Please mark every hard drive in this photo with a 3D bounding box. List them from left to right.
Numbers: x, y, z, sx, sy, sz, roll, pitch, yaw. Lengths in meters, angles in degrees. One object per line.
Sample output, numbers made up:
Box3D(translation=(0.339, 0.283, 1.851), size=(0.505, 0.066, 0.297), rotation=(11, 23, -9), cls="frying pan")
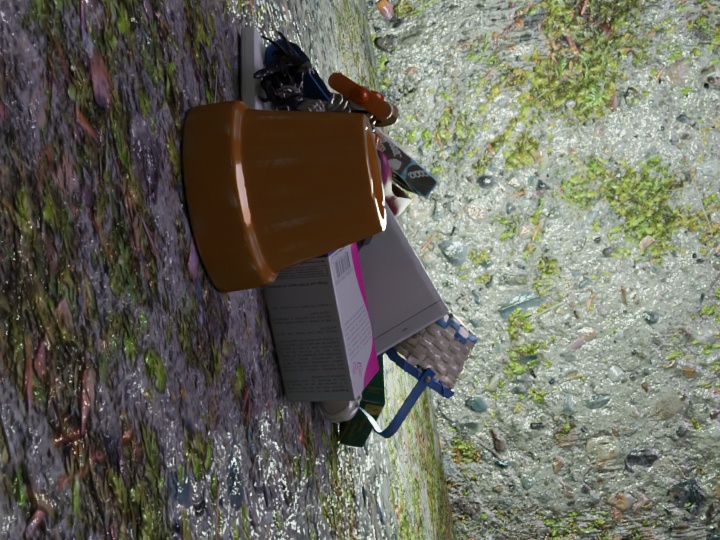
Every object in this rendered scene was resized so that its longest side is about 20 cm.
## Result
Box3D(translation=(-0.130, -0.202, 1.576), size=(0.132, 0.026, 0.201), rotation=(71, 13, -55), cls="hard drive")
Box3D(translation=(0.018, 0.005, 1.667), size=(0.201, 0.131, 0.027), rotation=(60, 0, 11), cls="hard drive")

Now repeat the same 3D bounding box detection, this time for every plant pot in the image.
Box3D(translation=(-0.072, -0.089, 1.270), size=(0.200, 0.182, 0.202), rotation=(-8, 90, -83), cls="plant pot")

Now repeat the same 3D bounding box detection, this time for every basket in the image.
Box3D(translation=(0.062, 0.133, 1.745), size=(0.139, 0.201, 0.176), rotation=(31, 2, -26), cls="basket")

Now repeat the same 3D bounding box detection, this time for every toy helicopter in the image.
Box3D(translation=(-0.036, -0.246, 1.745), size=(0.132, 0.199, 0.080), rotation=(169, -68, -68), cls="toy helicopter")

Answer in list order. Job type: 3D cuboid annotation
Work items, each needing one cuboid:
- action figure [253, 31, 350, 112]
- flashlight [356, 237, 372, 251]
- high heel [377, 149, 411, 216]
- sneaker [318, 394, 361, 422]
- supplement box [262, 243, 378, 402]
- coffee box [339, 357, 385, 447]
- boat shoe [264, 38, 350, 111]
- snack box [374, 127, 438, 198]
Box3D(translation=(-0.071, -0.202, 1.520), size=(0.119, 0.101, 0.202), rotation=(-34, 120, -58), cls="action figure")
Box3D(translation=(-0.030, 0.000, 1.602), size=(0.068, 0.068, 0.201), rotation=(51, -54, 43), cls="flashlight")
Box3D(translation=(0.048, -0.140, 1.882), size=(0.068, 0.095, 0.200), rotation=(57, -18, 26), cls="high heel")
Box3D(translation=(-0.047, 0.123, 1.732), size=(0.081, 0.075, 0.201), rotation=(47, 30, -56), cls="sneaker")
Box3D(translation=(-0.051, 0.057, 1.526), size=(0.101, 0.103, 0.201), rotation=(-43, 125, -63), cls="supplement box")
Box3D(translation=(0.001, 0.168, 1.926), size=(0.123, 0.044, 0.201), rotation=(116, -20, -44), cls="coffee box")
Box3D(translation=(-0.054, -0.221, 1.605), size=(0.201, 0.084, 0.069), rotation=(68, 20, -1), cls="boat shoe")
Box3D(translation=(0.026, -0.196, 1.915), size=(0.200, 0.037, 0.116), rotation=(39, -3, -22), cls="snack box")
